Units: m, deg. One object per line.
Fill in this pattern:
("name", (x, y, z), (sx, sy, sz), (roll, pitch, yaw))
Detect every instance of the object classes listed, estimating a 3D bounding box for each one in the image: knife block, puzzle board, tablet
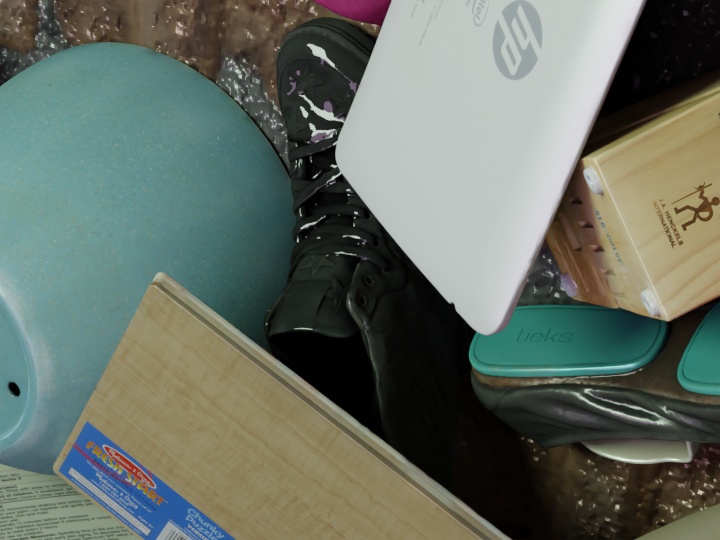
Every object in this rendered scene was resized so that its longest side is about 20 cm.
("knife block", (0.160, -0.050, 0.733), (0.064, 0.175, 0.200), (65, 173, -5))
("puzzle board", (-0.024, 0.101, 0.808), (0.200, 0.017, 0.151), (38, 139, 3))
("tablet", (0.050, -0.092, 0.721), (0.130, 0.014, 0.201), (51, 130, 44))

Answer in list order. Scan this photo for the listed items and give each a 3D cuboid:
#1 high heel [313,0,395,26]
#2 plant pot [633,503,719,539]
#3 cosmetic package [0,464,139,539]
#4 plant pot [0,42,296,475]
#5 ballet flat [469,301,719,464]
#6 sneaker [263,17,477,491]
("high heel", (-0.050, -0.167, 0.830), (0.200, 0.067, 0.096), (32, 167, 31))
("plant pot", (0.145, 0.167, 0.769), (0.199, 0.187, 0.188), (-11, 104, 51))
("cosmetic package", (-0.148, 0.149, 0.935), (0.200, 0.103, 0.088), (45, 132, 52))
("plant pot", (-0.138, 0.012, 0.904), (0.199, 0.135, 0.201), (14, 117, 29))
("ballet flat", (0.133, 0.044, 0.782), (0.199, 0.068, 0.069), (-1, 133, 45))
("sneaker", (-0.002, 0.001, 0.826), (0.060, 0.104, 0.201), (-16, 101, 37))
